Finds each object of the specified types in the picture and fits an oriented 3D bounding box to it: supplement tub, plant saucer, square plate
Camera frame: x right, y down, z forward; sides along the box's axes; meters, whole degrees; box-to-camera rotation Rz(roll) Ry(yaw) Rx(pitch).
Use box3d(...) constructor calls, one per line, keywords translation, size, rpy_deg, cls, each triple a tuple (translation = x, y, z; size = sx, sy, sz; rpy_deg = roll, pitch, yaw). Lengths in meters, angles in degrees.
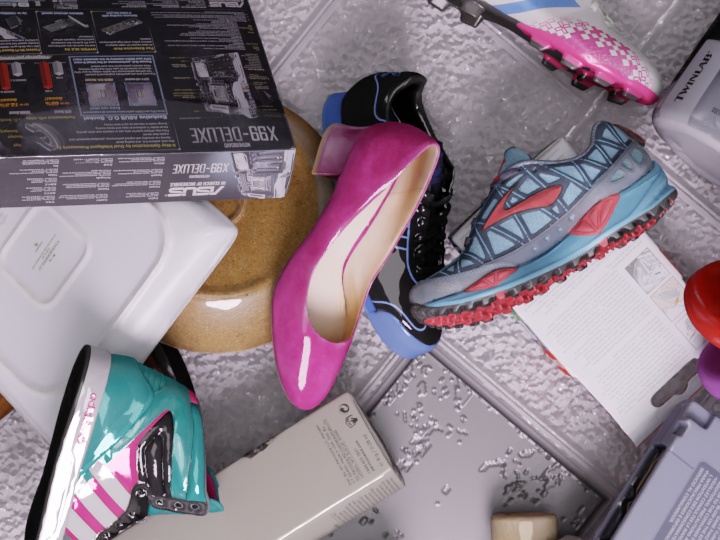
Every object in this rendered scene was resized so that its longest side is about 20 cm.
box3d(translation=(0.305, -0.153, 1.054), size=(0.122, 0.123, 0.201), rpy_deg=(34, 89, 0), cls="supplement tub")
box3d(translation=(-0.101, -0.044, 1.062), size=(0.198, 0.035, 0.203), rpy_deg=(2, 72, -7), cls="plant saucer")
box3d(translation=(-0.211, -0.009, 1.031), size=(0.198, 0.028, 0.201), rpy_deg=(40, 98, 19), cls="square plate")

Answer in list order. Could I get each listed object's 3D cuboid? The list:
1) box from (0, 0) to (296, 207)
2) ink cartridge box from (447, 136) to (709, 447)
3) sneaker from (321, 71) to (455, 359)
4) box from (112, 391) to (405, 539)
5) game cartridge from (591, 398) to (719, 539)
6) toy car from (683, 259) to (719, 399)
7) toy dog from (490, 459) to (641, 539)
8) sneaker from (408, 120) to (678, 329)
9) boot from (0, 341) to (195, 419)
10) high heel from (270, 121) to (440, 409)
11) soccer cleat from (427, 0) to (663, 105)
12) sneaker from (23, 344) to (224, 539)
box3d(translation=(-0.156, -0.117, 1.014), size=(0.198, 0.050, 0.159), rpy_deg=(-4, 50, -20), cls="box")
box3d(translation=(0.167, 0.015, 1.089), size=(0.109, 0.050, 0.200), rpy_deg=(-41, 91, -1), cls="ink cartridge box")
box3d(translation=(0.032, -0.041, 1.065), size=(0.077, 0.070, 0.202), rpy_deg=(-16, 89, 38), cls="sneaker")
box3d(translation=(-0.070, 0.170, 1.063), size=(0.199, 0.082, 0.069), rpy_deg=(-31, 72, -2), cls="box")
box3d(translation=(0.220, 0.207, 1.026), size=(0.133, 0.040, 0.201), rpy_deg=(37, 79, -8), cls="game cartridge")
box3d(translation=(0.291, 0.044, 1.001), size=(0.149, 0.175, 0.202), rpy_deg=(-5, 119, 32), cls="toy car")
box3d(translation=(0.177, 0.216, 1.064), size=(0.198, 0.096, 0.133), rpy_deg=(-21, 90, -1), cls="toy dog")
box3d(translation=(0.112, -0.033, 1.036), size=(0.199, 0.079, 0.096), rpy_deg=(-29, 77, -7), cls="sneaker")
box3d(translation=(-0.231, 0.087, 1.075), size=(0.199, 0.068, 0.189), rpy_deg=(-32, 90, 0), cls="boot")
box3d(translation=(0.000, 0.000, 1.012), size=(0.067, 0.095, 0.202), rpy_deg=(17, 87, -43), cls="high heel")
box3d(translation=(0.140, -0.193, 1.079), size=(0.199, 0.070, 0.087), rpy_deg=(29, 90, 0), cls="soccer cleat")
box3d(translation=(-0.153, 0.155, 1.001), size=(0.120, 0.084, 0.202), rpy_deg=(15, 106, -16), cls="sneaker")
